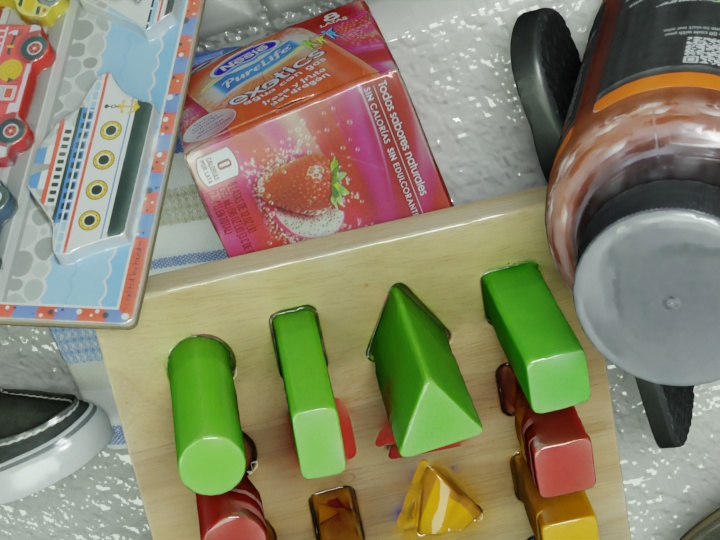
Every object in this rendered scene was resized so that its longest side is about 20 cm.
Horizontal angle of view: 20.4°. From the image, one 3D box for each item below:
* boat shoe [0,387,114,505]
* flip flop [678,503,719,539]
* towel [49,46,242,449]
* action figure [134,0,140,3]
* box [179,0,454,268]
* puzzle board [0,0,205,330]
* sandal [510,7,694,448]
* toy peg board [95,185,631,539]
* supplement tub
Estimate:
[{"bbox_3d":[-0.213,0.083,0.996,0.199,0.069,0.057,-11,113,30],"label":"boat shoe"},{"bbox_3d":[0.205,0.100,0.915,0.081,0.058,0.201,31,109,0],"label":"flip flop"},{"bbox_3d":[-0.089,-0.005,0.941,0.146,0.024,0.201,-9,118,20],"label":"towel"},{"bbox_3d":[-0.102,-0.142,0.791,0.198,0.118,0.055,3,81,12],"label":"action figure"},{"bbox_3d":[0.000,0.000,0.862,0.095,0.100,0.201,-22,115,2],"label":"box"},{"bbox_3d":[-0.145,-0.070,0.820,0.149,0.202,0.017,1,152,14],"label":"puzzle board"},{"bbox_3d":[0.097,-0.015,0.860,0.045,0.075,0.201,-17,108,24],"label":"sandal"},{"bbox_3d":[0.012,0.094,0.798,0.198,0.098,0.201,-12,115,-2],"label":"toy peg board"},{"bbox_3d":[0.126,-0.041,0.756,0.106,0.200,0.108,7,123,11],"label":"supplement tub"}]
